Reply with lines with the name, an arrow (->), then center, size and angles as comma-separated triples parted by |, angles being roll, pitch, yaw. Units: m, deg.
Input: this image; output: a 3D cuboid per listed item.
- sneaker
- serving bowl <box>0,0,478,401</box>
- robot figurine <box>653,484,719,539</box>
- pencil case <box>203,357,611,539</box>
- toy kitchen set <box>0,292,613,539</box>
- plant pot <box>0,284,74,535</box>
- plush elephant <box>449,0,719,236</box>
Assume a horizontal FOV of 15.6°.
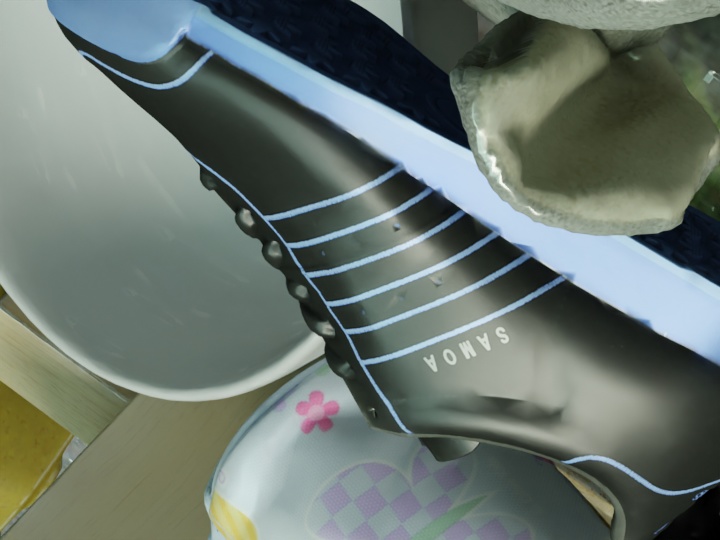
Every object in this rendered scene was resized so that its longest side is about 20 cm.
sneaker -> 0.005, -0.007, 0.618 | 0.200, 0.070, 0.078 | 31, 110, 1
serving bowl -> -0.039, -0.067, 0.729 | 0.200, 0.066, 0.201 | 10, 106, 41
robot figurine -> 0.160, 0.075, 0.681 | 0.125, 0.150, 0.200 | 55, 167, 46
pencil case -> 0.043, 0.108, 0.688 | 0.200, 0.091, 0.083 | 51, -176, 27
toy kitchen set -> -0.045, 0.112, 0.835 | 0.200, 0.163, 0.181 | 35, 148, 13
plant pot -> -0.176, -0.003, 0.900 | 0.200, 0.196, 0.194 | 37, 150, -5
plush elephant -> 0.049, -0.102, 0.566 | 0.200, 0.155, 0.165 | -30, 64, 26
